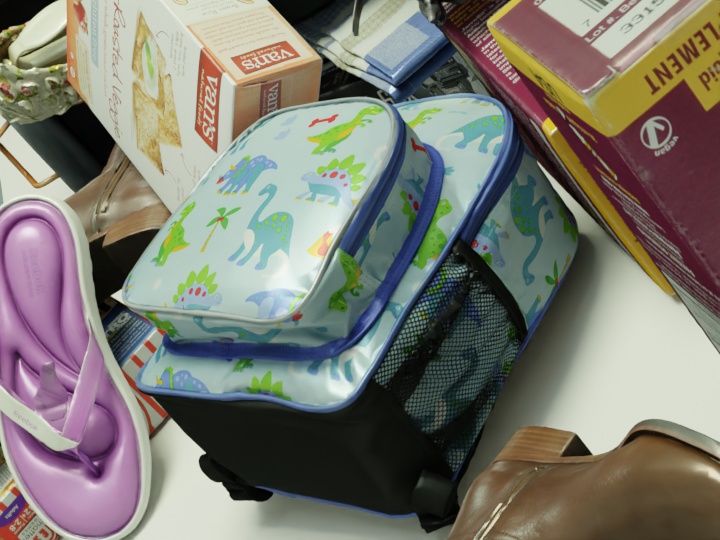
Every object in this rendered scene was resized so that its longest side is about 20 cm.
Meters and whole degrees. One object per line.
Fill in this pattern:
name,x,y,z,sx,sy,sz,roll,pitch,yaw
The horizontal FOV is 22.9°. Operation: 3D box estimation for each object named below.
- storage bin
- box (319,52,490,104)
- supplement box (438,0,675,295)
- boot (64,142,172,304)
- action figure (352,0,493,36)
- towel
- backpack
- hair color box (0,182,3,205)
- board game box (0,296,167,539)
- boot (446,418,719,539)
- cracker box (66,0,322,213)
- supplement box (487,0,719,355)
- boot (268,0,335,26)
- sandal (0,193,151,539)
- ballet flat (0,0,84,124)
storage bin,-0.191,-0.127,1.243,0.146,0.200,0.134,-43,17,-3
box,0.040,-0.167,1.125,0.157,0.050,0.201,-17,38,39
supplement box,0.119,-0.088,0.870,0.086,0.110,0.200,-38,28,4
boot,-0.159,-0.058,1.118,0.185,0.064,0.201,-10,39,19
action figure,0.068,-0.193,0.859,0.199,0.102,0.119,-24,31,13
towel,0.030,-0.172,1.052,0.147,0.024,0.200,-42,31,-6
backpack,0.000,0.000,0.861,0.183,0.147,0.200,1,46,47
hair color box,-0.375,-0.053,1.346,0.099,0.200,0.061,-24,65,29
board game box,-0.197,0.079,1.099,0.152,0.046,0.200,-48,29,-10
boot,0.058,0.150,0.665,0.200,0.064,0.186,-50,16,-21
cracker box,-0.099,-0.111,0.988,0.057,0.134,0.200,-20,49,-27
supplement box,0.162,-0.049,0.666,0.131,0.200,0.103,-41,29,2
boot,0.032,-0.202,0.997,0.198,0.074,0.162,-40,28,-15
sandal,-0.175,0.054,0.981,0.082,0.050,0.204,-20,77,10
ballet flat,-0.152,-0.160,1.134,0.200,0.064,0.076,-33,56,-7
